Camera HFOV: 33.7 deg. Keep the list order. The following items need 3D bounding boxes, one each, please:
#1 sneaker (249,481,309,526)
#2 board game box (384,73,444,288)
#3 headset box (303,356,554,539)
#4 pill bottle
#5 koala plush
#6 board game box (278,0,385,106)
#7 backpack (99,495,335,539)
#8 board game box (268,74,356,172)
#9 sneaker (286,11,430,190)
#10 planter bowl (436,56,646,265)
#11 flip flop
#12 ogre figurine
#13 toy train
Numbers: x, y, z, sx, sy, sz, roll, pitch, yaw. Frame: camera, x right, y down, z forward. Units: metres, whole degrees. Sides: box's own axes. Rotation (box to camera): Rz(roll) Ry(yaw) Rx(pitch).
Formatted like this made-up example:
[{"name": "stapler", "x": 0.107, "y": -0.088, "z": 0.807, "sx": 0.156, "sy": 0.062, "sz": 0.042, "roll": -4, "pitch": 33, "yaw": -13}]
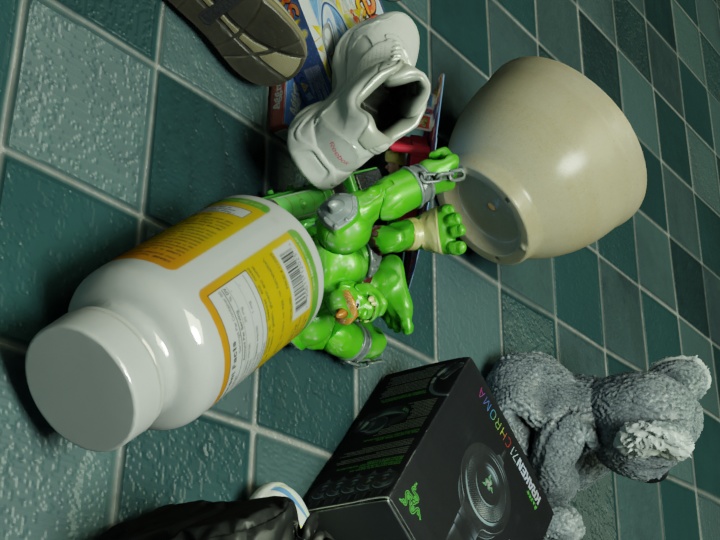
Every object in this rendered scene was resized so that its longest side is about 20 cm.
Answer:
[{"name": "sneaker", "x": -0.013, "y": 0.240, "z": 0.829, "sx": 0.076, "sy": 0.105, "sz": 0.201, "roll": -16, "pitch": 90, "yaw": -57}, {"name": "board game box", "x": 0.036, "y": -0.076, "z": 1.055, "sx": 0.158, "sy": 0.039, "sz": 0.201, "roll": 104, "pitch": -4, "yaw": -60}, {"name": "headset box", "x": 0.057, "y": 0.200, "z": 0.959, "sx": 0.174, "sy": 0.093, "sz": 0.200, "roll": 61, "pitch": 36, "yaw": -17}, {"name": "pill bottle", "x": -0.116, "y": 0.033, "z": 0.762, "sx": 0.200, "sy": 0.111, "sz": 0.111, "roll": -38, "pitch": 108, "yaw": -54}, {"name": "koala plush", "x": 0.236, "y": 0.150, "z": 1.145, "sx": 0.177, "sy": 0.200, "sz": 0.184, "roll": -41, "pitch": 110, "yaw": -54}, {"name": "board game box", "x": -0.026, "y": -0.223, "z": 1.038, "sx": 0.135, "sy": 0.034, "sz": 0.201, "roll": -37, "pitch": 108, "yaw": -55}, {"name": "backpack", "x": -0.084, "y": 0.243, "z": 0.702, "sx": 0.126, "sy": 0.167, "sz": 0.201, "roll": -12, "pitch": 89, "yaw": -37}, {"name": "board game box", "x": -0.038, "y": -0.191, "z": 1.056, "sx": 0.103, "sy": 0.019, "sz": 0.201, "roll": 32, "pitch": 51, "yaw": -47}, {"name": "sneaker", "x": 0.022, "y": -0.145, "z": 0.951, "sx": 0.078, "sy": 0.099, "sz": 0.200, "roll": 50, "pitch": 44, "yaw": -28}, {"name": "planter bowl", "x": 0.159, "y": -0.091, "z": 1.171, "sx": 0.135, "sy": 0.200, "sz": 0.201, "roll": -39, "pitch": 111, "yaw": -26}, {"name": "flip flop", "x": -0.109, "y": -0.231, "z": 0.925, "sx": 0.200, "sy": 0.081, "sz": 0.058, "roll": 49, "pitch": 23, "yaw": -34}, {"name": "ogre figurine", "x": 0.000, "y": 0.000, "z": 0.922, "sx": 0.120, "sy": 0.200, "sz": 0.098, "roll": -10, "pitch": 64, "yaw": -38}, {"name": "toy train", "x": -0.044, "y": -0.052, "z": 0.954, "sx": 0.200, "sy": 0.056, "sz": 0.042, "roll": -22, "pitch": 95, "yaw": -57}]
